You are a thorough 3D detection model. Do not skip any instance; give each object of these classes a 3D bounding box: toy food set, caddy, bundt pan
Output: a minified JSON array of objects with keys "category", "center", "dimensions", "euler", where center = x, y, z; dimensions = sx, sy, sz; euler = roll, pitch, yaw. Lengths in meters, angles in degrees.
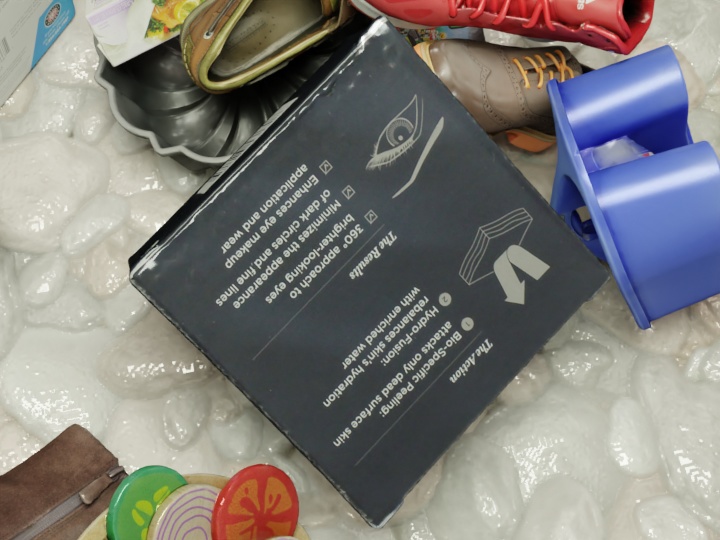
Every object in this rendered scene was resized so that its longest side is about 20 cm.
[{"category":"toy food set","center":[-0.085,0.205,0.624],"dimensions":[0.198,0.048,0.201],"euler":[-45,107,-37]},{"category":"caddy","center":[0.169,-0.046,0.717],"dimensions":[0.104,0.200,0.143],"euler":[-21,64,14]},{"category":"bundt pan","center":[-0.078,-0.152,0.791],"dimensions":[0.199,0.076,0.205],"euler":[-4,71,10]}]

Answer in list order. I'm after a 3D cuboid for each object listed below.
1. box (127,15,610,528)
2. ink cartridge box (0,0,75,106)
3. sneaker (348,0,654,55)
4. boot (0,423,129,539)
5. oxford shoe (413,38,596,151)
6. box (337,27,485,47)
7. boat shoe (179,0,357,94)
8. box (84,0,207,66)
[{"category":"box","center":[0.000,0.000,0.672],"dimensions":[0.197,0.117,0.200],"euler":[-45,101,-6]},{"category":"ink cartridge box","center":[-0.259,-0.202,0.747],"dimensions":[0.066,0.201,0.117],"euler":[29,67,9]},{"category":"sneaker","center":[0.092,-0.171,0.666],"dimensions":[0.198,0.115,0.080],"euler":[-4,105,-33]},{"category":"boot","center":[-0.222,0.146,0.647],"dimensions":[0.199,0.073,0.166],"euler":[37,56,12]},{"category":"oxford shoe","center":[0.102,-0.126,0.750],"dimensions":[0.072,0.199,0.072],"euler":[-25,79,31]},{"category":"box","center":[0.032,-0.192,0.857],"dimensions":[0.108,0.035,0.203],"euler":[-6,68,-6]},{"category":"boat shoe","center":[-0.022,-0.175,0.698],"dimensions":[0.200,0.068,0.072],"euler":[-41,117,6]},{"category":"box","center":[-0.082,-0.196,0.739],"dimensions":[0.198,0.039,0.042],"euler":[-27,33,2]}]
